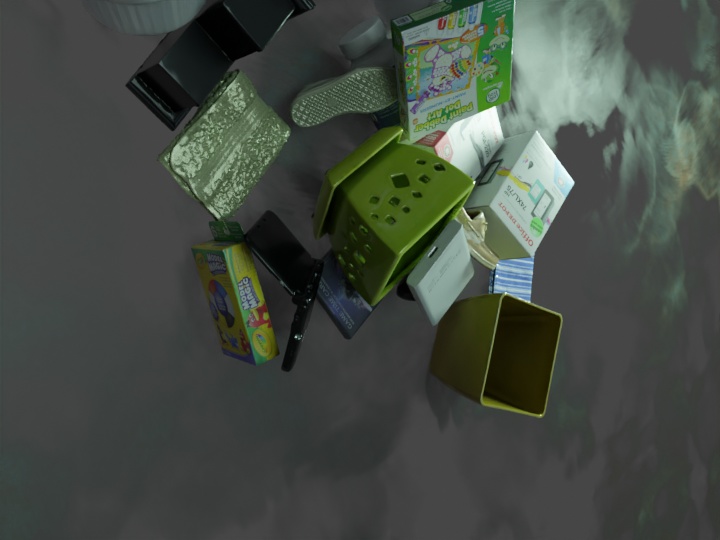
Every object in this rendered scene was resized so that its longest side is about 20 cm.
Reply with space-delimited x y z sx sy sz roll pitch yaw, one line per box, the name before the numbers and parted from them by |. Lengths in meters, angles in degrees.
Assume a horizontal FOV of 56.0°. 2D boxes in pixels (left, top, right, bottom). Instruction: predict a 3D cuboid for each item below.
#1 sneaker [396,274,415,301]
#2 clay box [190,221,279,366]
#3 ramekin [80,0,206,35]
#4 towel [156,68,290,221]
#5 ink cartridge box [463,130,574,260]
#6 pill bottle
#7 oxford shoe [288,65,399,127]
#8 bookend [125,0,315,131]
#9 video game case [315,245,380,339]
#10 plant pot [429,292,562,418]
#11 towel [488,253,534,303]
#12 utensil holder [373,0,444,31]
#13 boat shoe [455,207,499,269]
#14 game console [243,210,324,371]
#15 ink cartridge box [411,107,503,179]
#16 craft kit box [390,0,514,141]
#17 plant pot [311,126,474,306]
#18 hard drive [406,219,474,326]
sneaker | 0.131 -0.019 1.267 0.199 0.073 0.090 -39 136 -40
clay box | -0.188 0.031 0.992 0.047 0.114 0.204 -24 107 -33
ramekin | -0.279 -0.398 0.851 0.196 0.098 0.205 2 73 -7
towel | -0.197 -0.187 1.021 0.149 0.036 0.202 47 65 -32
ink cartridge box | 0.292 -0.142 1.343 0.147 0.145 0.201 44 67 -22
pill bottle | 0.046 -0.322 1.163 0.111 0.110 0.201 -49 121 -26
oxford shoe | -0.023 -0.286 1.094 0.196 0.058 0.076 -18 120 -2
bookend | -0.191 -0.304 0.914 0.092 0.198 0.201 44 66 -31
video game case | 0.000 0.000 1.205 0.200 0.019 0.144 -49 120 -26
plant pot | 0.249 0.155 1.318 0.198 0.175 0.204 19 82 -38
towel | 0.336 -0.007 1.477 0.143 0.024 0.204 7 88 -40
utensil holder | 0.130 -0.441 1.134 0.167 0.201 0.172 -17 139 -16
boat shoe | 0.196 -0.082 1.228 0.069 0.074 0.200 -44 114 11
game console | -0.124 0.025 1.024 0.114 0.200 0.179 16 107 -1
ink cartridge box | 0.178 -0.243 1.277 0.201 0.084 0.147 -52 136 -26
craft kit box | 0.148 -0.327 1.072 0.197 0.049 0.199 -24 142 -11
plant pot | 0.037 -0.097 1.103 0.181 0.200 0.200 43 63 9
hard drive | 0.144 0.010 1.183 0.133 0.026 0.200 -52 155 -9
